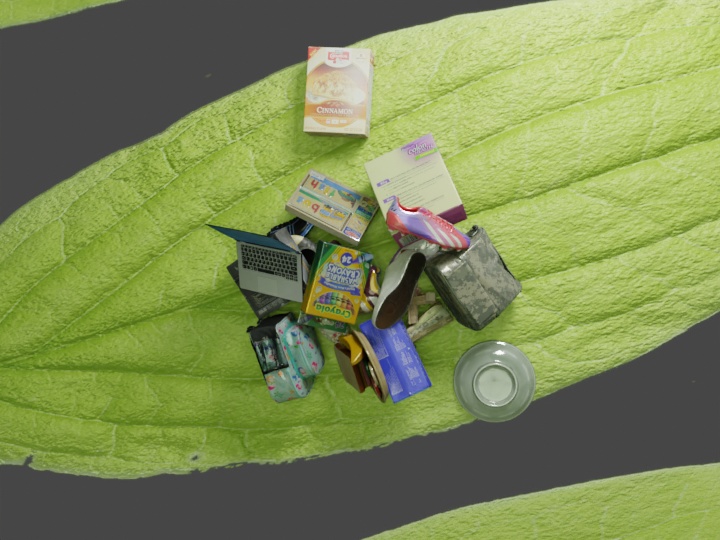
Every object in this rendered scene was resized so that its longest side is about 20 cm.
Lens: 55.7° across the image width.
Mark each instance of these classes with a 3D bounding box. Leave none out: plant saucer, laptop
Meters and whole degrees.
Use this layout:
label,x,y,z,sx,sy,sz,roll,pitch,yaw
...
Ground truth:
label,x,y,z,sx,sy,sz,roll,pitch,yaw
plant saucer,0.324,0.272,1.643,0.198,0.050,0.202,0,93,7
laptop,-0.239,-0.015,1.559,0.186,0.116,0.201,12,116,26

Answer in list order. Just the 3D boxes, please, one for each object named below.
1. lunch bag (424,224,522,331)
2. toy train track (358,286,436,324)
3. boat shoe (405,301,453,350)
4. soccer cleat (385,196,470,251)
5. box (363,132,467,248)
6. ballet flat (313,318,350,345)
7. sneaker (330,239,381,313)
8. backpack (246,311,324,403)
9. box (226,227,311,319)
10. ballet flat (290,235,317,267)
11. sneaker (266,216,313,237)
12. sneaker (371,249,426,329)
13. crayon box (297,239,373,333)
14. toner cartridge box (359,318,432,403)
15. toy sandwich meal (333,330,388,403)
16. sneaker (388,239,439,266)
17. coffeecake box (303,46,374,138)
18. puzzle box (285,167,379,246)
label,x,y,z,sx,sy,sz,roll,pitch,yaw
lunch bag,0.267,0.017,1.581,0.167,0.139,0.201,-38,105,-8
toy train track,0.084,0.077,1.651,0.199,0.033,0.115,-11,56,20
boat shoe,0.135,0.160,1.651,0.200,0.073,0.063,-43,84,7
soccer cleat,0.152,-0.099,1.483,0.199,0.067,0.077,16,108,-6
box,0.128,-0.184,1.590,0.175,0.097,0.201,-24,68,8
ballet flat,-0.094,0.101,1.684,0.075,0.064,0.201,-32,89,9
sneaker,0.000,0.000,1.657,0.090,0.075,0.201,-32,83,7
backpack,-0.172,0.211,1.646,0.149,0.178,0.202,-10,98,11
box,-0.215,0.011,1.656,0.199,0.048,0.159,-30,93,36
ballet flat,-0.105,-0.007,1.637,0.066,0.057,0.200,-41,94,26
sneaker,-0.178,-0.095,1.682,0.078,0.070,0.200,42,99,-3
sneaker,0.080,0.042,1.579,0.073,0.085,0.201,33,86,-29
crayon box,-0.058,0.043,1.577,0.125,0.052,0.201,14,94,-20
toner cartridge box,0.082,0.199,1.598,0.095,0.043,0.201,-26,80,14
toy sandwich meal,-0.001,0.230,1.606,0.070,0.205,0.206,-23,90,-10
sneaker,0.140,-0.034,1.638,0.099,0.075,0.200,39,97,5
coffeecake box,-0.052,-0.428,1.646,0.152,0.073,0.202,4,93,9
puzzle box,-0.066,-0.155,1.649,0.199,0.025,0.134,26,60,5
